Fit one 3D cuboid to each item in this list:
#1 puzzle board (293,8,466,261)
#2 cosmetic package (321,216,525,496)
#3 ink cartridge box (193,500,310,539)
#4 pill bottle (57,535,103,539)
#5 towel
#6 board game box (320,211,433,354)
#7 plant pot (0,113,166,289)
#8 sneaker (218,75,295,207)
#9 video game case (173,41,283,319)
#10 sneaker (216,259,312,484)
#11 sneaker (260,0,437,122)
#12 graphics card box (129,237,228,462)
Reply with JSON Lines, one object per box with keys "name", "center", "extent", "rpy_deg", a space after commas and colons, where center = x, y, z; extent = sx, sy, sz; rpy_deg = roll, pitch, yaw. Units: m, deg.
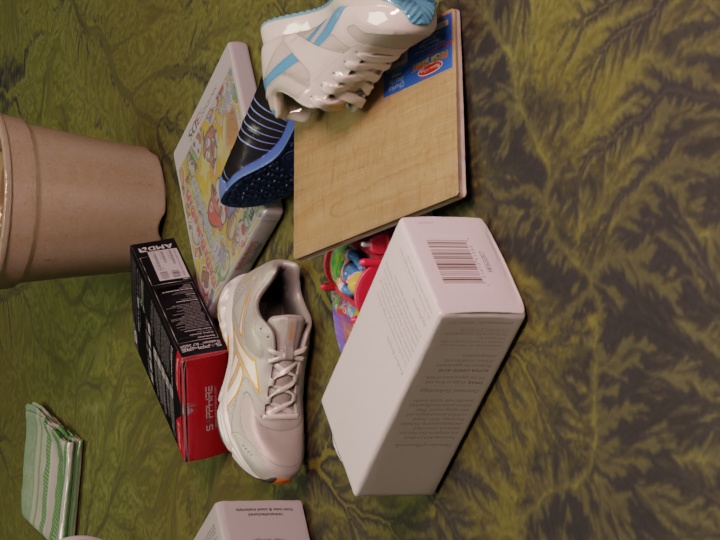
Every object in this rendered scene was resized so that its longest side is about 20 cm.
{"name": "puzzle board", "center": [0.014, -0.101, 1.578], "extent": [0.200, 0.017, 0.151], "rpy_deg": [-20, 63, 47]}
{"name": "cosmetic package", "center": [0.042, 0.066, 1.491], "extent": [0.200, 0.074, 0.102], "rpy_deg": [113, 149, -41]}
{"name": "ink cartridge box", "center": [-0.090, 0.319, 1.744], "extent": [0.146, 0.084, 0.200], "rpy_deg": [122, 142, -48]}
{"name": "pill bottle", "center": [-0.281, 0.380, 2.121], "extent": [0.200, 0.116, 0.116], "rpy_deg": [-121, 40, -51]}
{"name": "towel", "center": [-0.376, 0.252, 2.454], "extent": [0.200, 0.023, 0.153], "rpy_deg": [-159, 72, -64]}
{"name": "board game box", "center": [0.000, 0.000, 1.624], "extent": [0.200, 0.039, 0.158], "rpy_deg": [130, 136, -53]}
{"name": "plant pot", "center": [-0.311, -0.067, 2.143], "extent": [0.200, 0.183, 0.201], "rpy_deg": [-177, 90, -65]}
{"name": "sneaker", "center": [-0.067, -0.127, 1.754], "extent": [0.200, 0.070, 0.078], "rpy_deg": [-41, 52, 47]}
{"name": "video game case", "center": [-0.129, -0.085, 1.939], "extent": [0.182, 0.023, 0.200], "rpy_deg": [123, 141, -49]}
{"name": "sneaker", "center": [-0.077, 0.083, 1.754], "extent": [0.092, 0.076, 0.200], "rpy_deg": [-40, 53, 53]}
{"name": "sneaker", "center": [-0.006, -0.165, 1.559], "extent": [0.200, 0.076, 0.081], "rpy_deg": [-12, 79, 57]}
{"name": "graphics card box", "center": [-0.176, 0.074, 1.968], "extent": [0.200, 0.051, 0.126], "rpy_deg": [-123, 28, -50]}
